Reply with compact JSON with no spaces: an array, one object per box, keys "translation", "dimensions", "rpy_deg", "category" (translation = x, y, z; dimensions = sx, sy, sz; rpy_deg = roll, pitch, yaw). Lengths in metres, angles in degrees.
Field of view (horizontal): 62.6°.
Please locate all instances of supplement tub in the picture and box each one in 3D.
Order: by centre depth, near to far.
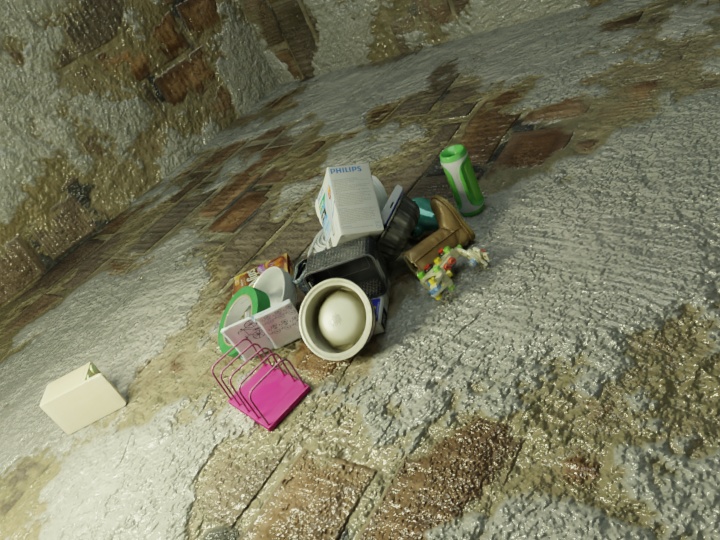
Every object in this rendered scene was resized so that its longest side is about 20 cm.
[{"translation":[-0.027,-0.199,1.829],"dimensions":[0.199,0.133,0.132],"rpy_deg":[-27,29,-17],"category":"supplement tub"}]

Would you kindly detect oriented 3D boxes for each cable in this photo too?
[{"translation":[-0.059,-0.096,1.891],"dimensions":[0.198,0.070,0.201],"rpy_deg":[-15,32,19],"category":"cable"}]

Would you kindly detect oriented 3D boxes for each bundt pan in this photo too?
[{"translation":[0.103,-0.111,1.647],"dimensions":[0.203,0.075,0.202],"rpy_deg":[-63,1,1],"category":"bundt pan"}]

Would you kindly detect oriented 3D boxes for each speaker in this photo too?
[{"translation":[0.298,-0.260,1.723],"dimensions":[0.088,0.201,0.089],"rpy_deg":[-20,31,12],"category":"speaker"}]

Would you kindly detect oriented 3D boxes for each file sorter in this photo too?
[{"translation":[-0.250,0.266,1.441],"dimensions":[0.139,0.126,0.199],"rpy_deg":[-43,34,-26],"category":"file sorter"}]

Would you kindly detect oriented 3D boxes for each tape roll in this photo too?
[{"translation":[-0.328,0.146,1.666],"dimensions":[0.200,0.048,0.202],"rpy_deg":[-28,50,40],"category":"tape roll"}]

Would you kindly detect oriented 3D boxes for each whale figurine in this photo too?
[{"translation":[0.199,-0.157,1.742],"dimensions":[0.199,0.104,0.159],"rpy_deg":[13,48,47],"category":"whale figurine"}]

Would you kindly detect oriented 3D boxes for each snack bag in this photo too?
[{"translation":[-0.245,0.161,1.537],"dimensions":[0.198,0.189,0.022],"rpy_deg":[-23,56,-3],"category":"snack bag"}]

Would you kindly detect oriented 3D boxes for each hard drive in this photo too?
[{"translation":[0.064,-0.145,1.705],"dimensions":[0.133,0.025,0.200],"rpy_deg":[-64,2,-23],"category":"hard drive"}]

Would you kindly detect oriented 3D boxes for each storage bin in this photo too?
[{"translation":[-0.036,0.010,1.562],"dimensions":[0.198,0.136,0.094],"rpy_deg":[-19,31,13],"category":"storage bin"}]

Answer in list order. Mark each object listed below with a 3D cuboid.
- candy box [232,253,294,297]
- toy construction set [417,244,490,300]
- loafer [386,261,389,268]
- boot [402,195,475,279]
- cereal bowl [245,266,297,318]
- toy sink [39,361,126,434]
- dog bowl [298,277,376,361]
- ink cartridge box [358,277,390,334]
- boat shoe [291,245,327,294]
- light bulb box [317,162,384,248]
[{"translation":[-0.313,0.031,1.913],"dimensions":[0.199,0.057,0.117],"rpy_deg":[-25,31,7],"category":"candy box"},{"translation":[0.228,-0.008,1.507],"dimensions":[0.199,0.093,0.131],"rpy_deg":[-31,8,-20],"category":"toy construction set"},{"translation":[0.000,0.000,1.725],"dimensions":[0.198,0.064,0.072],"rpy_deg":[2,10,34],"category":"loafer"},{"translation":[0.193,-0.091,1.613],"dimensions":[0.199,0.066,0.175],"rpy_deg":[-37,75,-18],"category":"boot"},{"translation":[-0.245,0.095,1.701],"dimensions":[0.199,0.083,0.202],"rpy_deg":[-30,47,38],"category":"cereal bowl"},{"translation":[-0.798,0.359,1.731],"dimensions":[0.199,0.131,0.112],"rpy_deg":[-28,30,1],"category":"toy sink"},{"translation":[-0.049,0.121,1.462],"dimensions":[0.198,0.202,0.074],"rpy_deg":[-15,-12,19],"category":"dog bowl"},{"translation":[-0.023,0.109,1.580],"dimensions":[0.198,0.047,0.198],"rpy_deg":[-17,33,21],"category":"ink cartridge box"},{"translation":[-0.121,-0.022,1.696],"dimensions":[0.070,0.091,0.201],"rpy_deg":[-8,48,43],"category":"boat shoe"},{"translation":[-0.032,-0.159,1.640],"dimensions":[0.124,0.198,0.202],"rpy_deg":[-7,72,-15],"category":"light bulb box"}]
